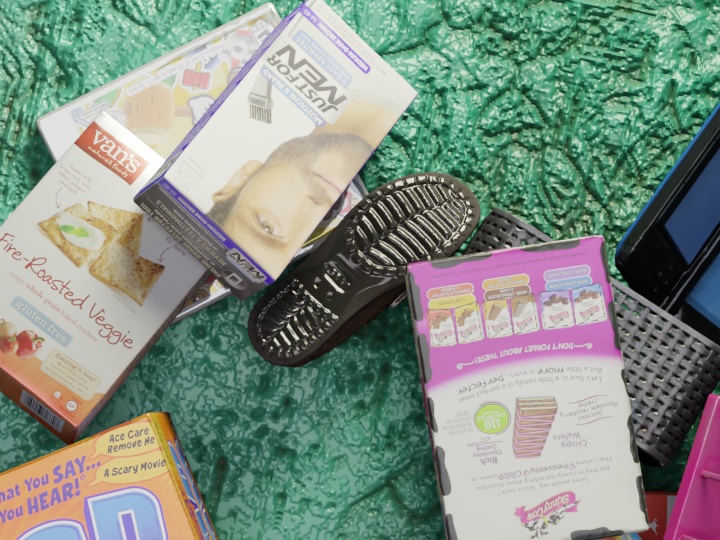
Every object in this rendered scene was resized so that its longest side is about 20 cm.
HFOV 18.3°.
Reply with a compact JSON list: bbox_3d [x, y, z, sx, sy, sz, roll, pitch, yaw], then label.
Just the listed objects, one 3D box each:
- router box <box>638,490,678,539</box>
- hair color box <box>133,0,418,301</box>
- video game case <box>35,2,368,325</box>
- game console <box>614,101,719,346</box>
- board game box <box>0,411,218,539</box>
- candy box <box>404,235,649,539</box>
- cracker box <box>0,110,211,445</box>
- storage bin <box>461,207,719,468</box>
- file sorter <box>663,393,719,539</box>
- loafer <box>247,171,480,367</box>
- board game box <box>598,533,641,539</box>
[{"bbox_3d":[0.281,0.264,1.641,0.179,0.049,0.201,1,87,-1],"label":"router box"},{"bbox_3d":[-0.058,-0.089,1.596,0.109,0.065,0.200,42,61,-11],"label":"hair color box"},{"bbox_3d":[-0.114,-0.075,1.664,0.199,0.023,0.183,-27,88,-3],"label":"video game case"},{"bbox_3d":[0.300,-0.034,1.630,0.118,0.171,0.200,34,86,27],"label":"game console"},{"bbox_3d":[-0.195,0.228,1.556,0.199,0.200,0.201,-22,87,-2],"label":"board game box"},{"bbox_3d":[0.110,0.085,1.504,0.136,0.061,0.201,-8,87,-1],"label":"candy box"},{"bbox_3d":[-0.195,0.004,1.591,0.134,0.058,0.200,37,67,1],"label":"cracker box"},{"bbox_3d":[0.152,0.050,1.606,0.200,0.135,0.094,32,86,1],"label":"storage bin"},{"bbox_3d":[0.292,0.206,1.509,0.138,0.125,0.201,19,88,-22],"label":"file sorter"},{"bbox_3d":[0.000,0.000,1.641,0.200,0.071,0.073,-35,77,-10],"label":"loafer"},{"bbox_3d":[0.171,0.263,1.556,0.134,0.034,0.200,-38,95,-31],"label":"board game box"}]
